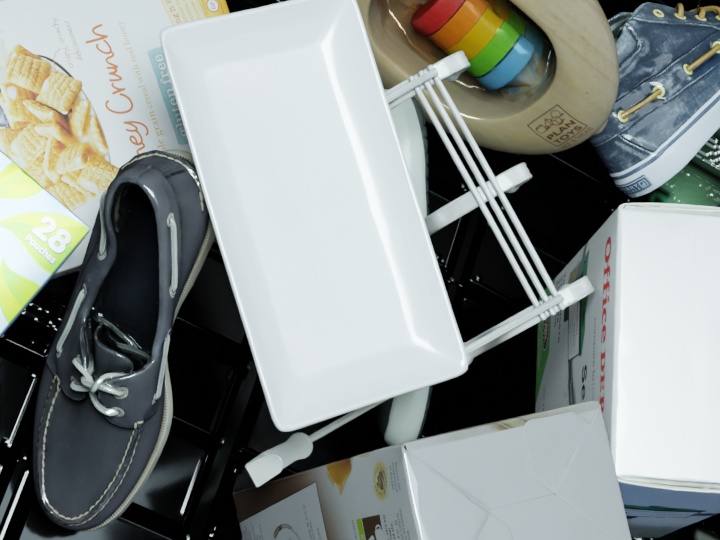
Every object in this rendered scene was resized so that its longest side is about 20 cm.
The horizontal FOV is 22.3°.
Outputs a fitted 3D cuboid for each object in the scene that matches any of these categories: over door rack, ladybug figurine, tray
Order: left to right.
[{"bbox_3d":[-0.024,-0.031,0.890,0.107,0.022,0.201,-16,87,-22],"label":"tray"},{"bbox_3d":[-0.001,-0.003,0.944,0.199,0.067,0.148,-29,87,-4],"label":"over door rack"},{"bbox_3d":[0.068,-0.147,1.045,0.200,0.136,0.072,40,39,-21],"label":"ladybug figurine"}]

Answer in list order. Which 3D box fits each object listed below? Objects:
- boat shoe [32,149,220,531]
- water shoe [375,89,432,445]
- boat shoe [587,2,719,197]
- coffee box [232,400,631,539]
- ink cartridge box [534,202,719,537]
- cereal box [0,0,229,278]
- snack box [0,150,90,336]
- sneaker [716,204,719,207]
[{"bbox_3d":[-0.125,0.038,0.887,0.072,0.063,0.201,22,102,14],"label":"boat shoe"},{"bbox_3d":[0.000,0.000,1.016,0.078,0.072,0.201,-2,80,0],"label":"water shoe"},{"bbox_3d":[0.206,-0.142,1.142,0.200,0.071,0.091,-46,105,-26],"label":"boat shoe"},{"bbox_3d":[0.029,0.127,0.913,0.114,0.200,0.080,-9,81,-29],"label":"coffee box"},{"bbox_3d":[0.153,0.059,0.986,0.084,0.200,0.147,4,75,-5],"label":"ink cartridge box"},{"bbox_3d":[-0.147,-0.075,0.957,0.199,0.039,0.145,-20,91,-31],"label":"cereal box"},{"bbox_3d":[-0.255,-0.020,0.848,0.200,0.068,0.169,42,76,-10],"label":"snack box"},{"bbox_3d":[0.242,-0.023,1.143,0.199,0.069,0.100,7,68,-31],"label":"sneaker"}]
